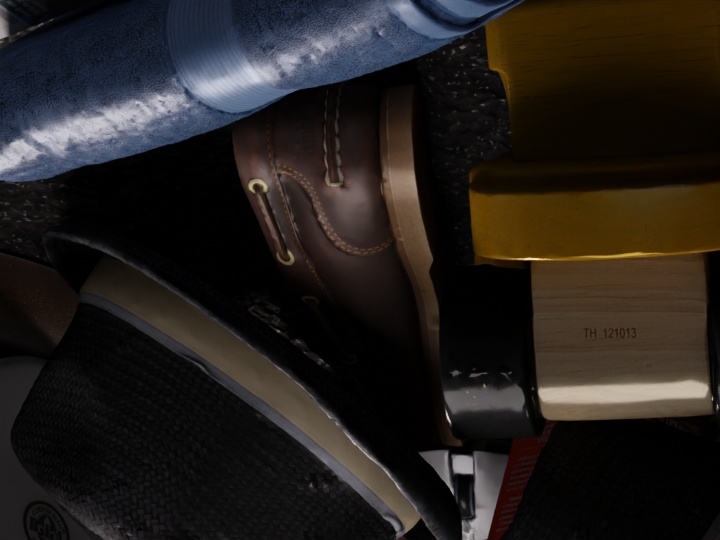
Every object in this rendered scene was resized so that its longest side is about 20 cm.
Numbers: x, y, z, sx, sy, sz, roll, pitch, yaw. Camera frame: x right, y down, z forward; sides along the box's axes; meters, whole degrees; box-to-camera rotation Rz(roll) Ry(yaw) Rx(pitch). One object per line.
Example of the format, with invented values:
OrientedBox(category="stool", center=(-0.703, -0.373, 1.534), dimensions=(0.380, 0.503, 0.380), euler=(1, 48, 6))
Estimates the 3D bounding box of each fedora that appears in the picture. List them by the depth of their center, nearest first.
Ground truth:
OrientedBox(category="fedora", center=(0.089, 0.106, 0.920), dimensions=(0.091, 0.201, 0.201), euler=(32, 153, 12))
OrientedBox(category="fedora", center=(-0.061, 0.072, 0.999), dimensions=(0.200, 0.092, 0.201), euler=(36, 168, 9))

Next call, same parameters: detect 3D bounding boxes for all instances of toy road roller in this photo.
OrientedBox(category="toy road roller", center=(0.098, -0.027, 0.900), dimensions=(0.122, 0.147, 0.200), euler=(-2, -173, 14))

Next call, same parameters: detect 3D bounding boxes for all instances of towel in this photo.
OrientedBox(category="towel", center=(-0.027, -0.076, 0.819), dimensions=(0.199, 0.112, 0.049), euler=(-16, 103, 34))

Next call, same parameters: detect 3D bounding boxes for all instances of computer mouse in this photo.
OrientedBox(category="computer mouse", center=(0.051, 0.102, 1.184), dimensions=(0.109, 0.044, 0.200), euler=(-1, 150, 11))

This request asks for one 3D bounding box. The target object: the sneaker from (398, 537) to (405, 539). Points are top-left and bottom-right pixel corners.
OrientedBox(category="sneaker", center=(-0.001, 0.153, 1.196), dimensions=(0.080, 0.072, 0.200), euler=(12, 153, 38))

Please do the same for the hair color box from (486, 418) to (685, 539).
OrientedBox(category="hair color box", center=(0.102, 0.125, 1.042), dimensions=(0.101, 0.201, 0.061), euler=(24, 160, -24))

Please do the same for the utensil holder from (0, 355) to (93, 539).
OrientedBox(category="utensil holder", center=(-0.205, 0.130, 1.100), dimensions=(0.199, 0.171, 0.170), euler=(-15, 145, 27))

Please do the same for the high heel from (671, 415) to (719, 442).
OrientedBox(category="high heel", center=(0.213, 0.030, 0.998), dimensions=(0.199, 0.072, 0.143), euler=(11, 151, -27))

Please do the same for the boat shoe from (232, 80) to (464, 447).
OrientedBox(category="boat shoe", center=(0.000, 0.000, 0.988), dimensions=(0.070, 0.071, 0.200), euler=(-6, 141, 7))

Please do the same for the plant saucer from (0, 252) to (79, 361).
OrientedBox(category="plant saucer", center=(-0.179, 0.048, 1.148), dimensions=(0.199, 0.032, 0.200), euler=(4, 151, 2))

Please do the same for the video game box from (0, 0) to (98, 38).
OrientedBox(category="video game box", center=(-0.150, -0.141, 0.790), dimensions=(0.182, 0.047, 0.200), euler=(-13, 146, 34))

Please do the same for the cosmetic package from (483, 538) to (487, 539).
OrientedBox(category="cosmetic package", center=(0.094, 0.156, 1.115), dimensions=(0.199, 0.107, 0.090), euler=(-15, 178, -28))
